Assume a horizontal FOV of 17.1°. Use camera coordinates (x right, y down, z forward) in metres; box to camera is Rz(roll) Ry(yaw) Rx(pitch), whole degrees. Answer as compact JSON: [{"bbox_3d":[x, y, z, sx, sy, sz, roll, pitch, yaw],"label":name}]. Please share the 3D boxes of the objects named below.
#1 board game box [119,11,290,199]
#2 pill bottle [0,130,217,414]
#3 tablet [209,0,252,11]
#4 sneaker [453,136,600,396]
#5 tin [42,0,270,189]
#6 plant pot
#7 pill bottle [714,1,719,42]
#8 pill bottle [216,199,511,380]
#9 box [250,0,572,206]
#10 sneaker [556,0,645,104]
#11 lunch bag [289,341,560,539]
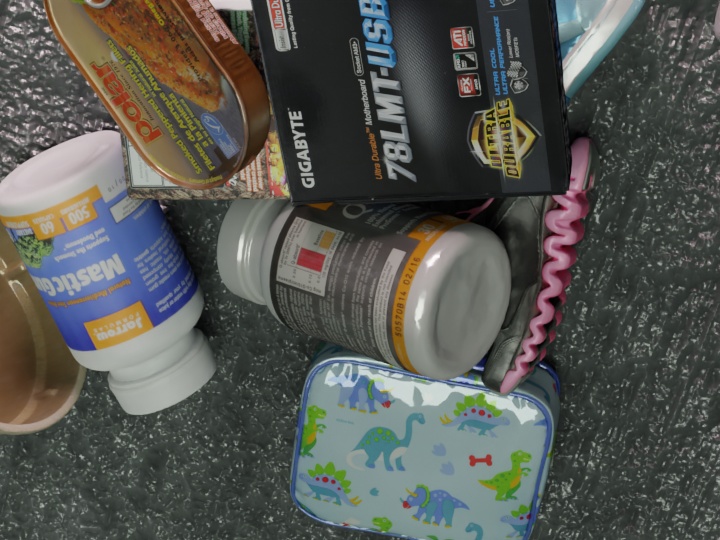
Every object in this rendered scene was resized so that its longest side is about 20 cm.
[{"bbox_3d":[-0.070,-0.142,1.723,0.200,0.097,0.160,1,116,9],"label":"board game box"},{"bbox_3d":[-0.186,0.005,1.807,0.112,0.112,0.200,-19,111,17],"label":"pill bottle"},{"bbox_3d":[-0.027,-0.230,1.660,0.200,0.130,0.014,0,142,9],"label":"tablet"},{"bbox_3d":[0.110,-0.009,1.762,0.095,0.079,0.200,15,95,10],"label":"sneaker"},{"bbox_3d":[-0.140,-0.148,1.633,0.112,0.042,0.200,-34,92,38],"label":"tin"},{"bbox_3d":[-0.345,0.064,1.833,0.183,0.200,0.200,-28,109,32],"label":"plant pot"},{"bbox_3d":[0.353,-0.172,1.630,0.200,0.113,0.113,22,118,-2],"label":"pill bottle"},{"bbox_3d":[0.000,0.000,1.736,0.200,0.116,0.116,19,123,34],"label":"pill bottle"},{"bbox_3d":[0.035,-0.140,1.608,0.198,0.050,0.200,-3,124,10],"label":"box"},{"bbox_3d":[0.094,-0.160,1.689,0.131,0.080,0.200,38,95,-8],"label":"sneaker"},{"bbox_3d":[0.051,0.126,1.846,0.200,0.082,0.161,10,118,4],"label":"lunch bag"}]
